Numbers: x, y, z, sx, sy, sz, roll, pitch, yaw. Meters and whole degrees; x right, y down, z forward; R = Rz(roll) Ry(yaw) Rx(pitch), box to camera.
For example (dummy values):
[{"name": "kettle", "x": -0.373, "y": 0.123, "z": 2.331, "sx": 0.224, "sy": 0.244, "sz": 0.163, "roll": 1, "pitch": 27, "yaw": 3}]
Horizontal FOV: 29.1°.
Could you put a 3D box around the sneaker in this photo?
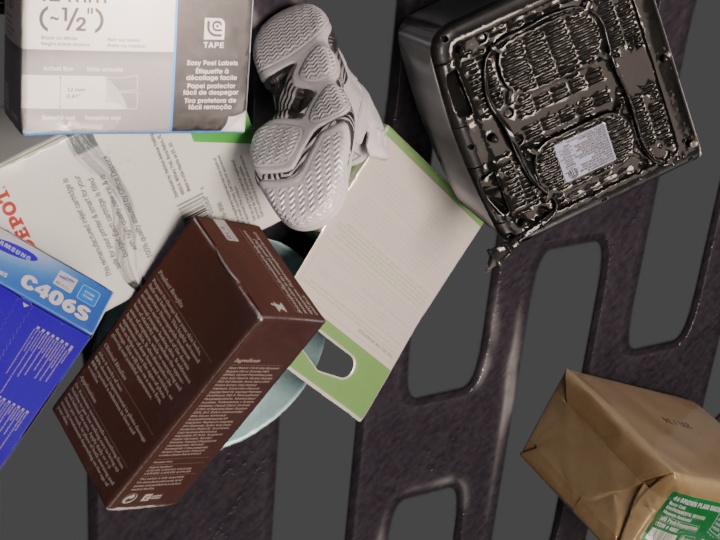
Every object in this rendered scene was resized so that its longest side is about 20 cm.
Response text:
[{"name": "sneaker", "x": -0.023, "y": -0.089, "z": 0.986, "sx": 0.075, "sy": 0.200, "sz": 0.115, "roll": -20, "pitch": 139, "yaw": 15}]

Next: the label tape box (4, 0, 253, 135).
[{"name": "label tape box", "x": -0.140, "y": -0.186, "z": 0.846, "sx": 0.143, "sy": 0.066, "sz": 0.200, "roll": -3, "pitch": 111, "yaw": -23}]

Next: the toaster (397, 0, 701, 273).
[{"name": "toaster", "x": 0.135, "y": -0.132, "z": 1.054, "sx": 0.200, "sy": 0.119, "sz": 0.181, "roll": -26, "pitch": 110, "yaw": -7}]

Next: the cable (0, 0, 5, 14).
[{"name": "cable", "x": -0.203, "y": -0.236, "z": 0.872, "sx": 0.200, "sy": 0.051, "sz": 0.163, "roll": 5, "pitch": 115, "yaw": -33}]

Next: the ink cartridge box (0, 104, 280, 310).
[{"name": "ink cartridge box", "x": -0.174, "y": -0.063, "z": 0.972, "sx": 0.200, "sy": 0.083, "sz": 0.147, "roll": -28, "pitch": 129, "yaw": -14}]

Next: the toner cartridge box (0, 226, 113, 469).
[{"name": "toner cartridge box", "x": -0.252, "y": 0.059, "z": 0.945, "sx": 0.095, "sy": 0.043, "sz": 0.200, "roll": 31, "pitch": 133, "yaw": -13}]

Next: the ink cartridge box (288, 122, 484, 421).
[{"name": "ink cartridge box", "x": 0.000, "y": 0.000, "z": 1.106, "sx": 0.145, "sy": 0.048, "sz": 0.200, "roll": 40, "pitch": 79, "yaw": -41}]

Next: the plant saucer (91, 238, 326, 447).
[{"name": "plant saucer", "x": -0.123, "y": 0.053, "z": 1.102, "sx": 0.201, "sy": 0.039, "sz": 0.201, "roll": -14, "pitch": 124, "yaw": -22}]

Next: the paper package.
[{"name": "paper package", "x": 0.288, "y": 0.196, "z": 1.332, "sx": 0.200, "sy": 0.191, "sz": 0.104, "roll": 16, "pitch": 108, "yaw": -35}]

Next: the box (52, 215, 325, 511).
[{"name": "box", "x": -0.126, "y": 0.068, "z": 0.984, "sx": 0.075, "sy": 0.100, "sz": 0.200, "roll": 5, "pitch": 132, "yaw": -50}]
